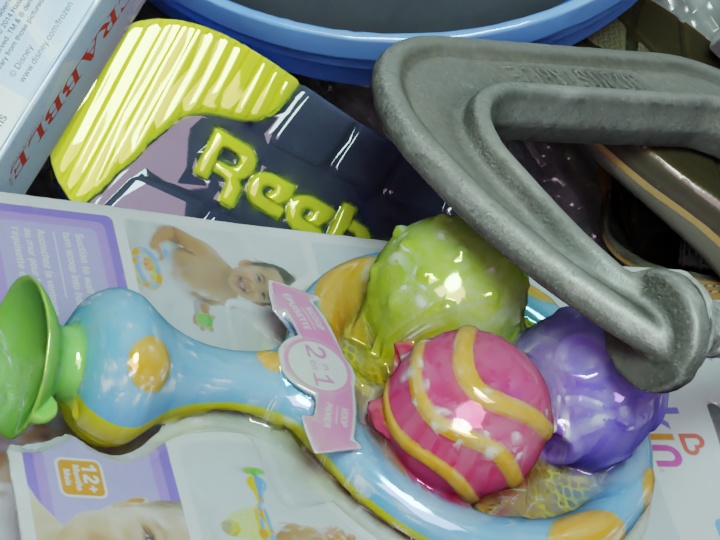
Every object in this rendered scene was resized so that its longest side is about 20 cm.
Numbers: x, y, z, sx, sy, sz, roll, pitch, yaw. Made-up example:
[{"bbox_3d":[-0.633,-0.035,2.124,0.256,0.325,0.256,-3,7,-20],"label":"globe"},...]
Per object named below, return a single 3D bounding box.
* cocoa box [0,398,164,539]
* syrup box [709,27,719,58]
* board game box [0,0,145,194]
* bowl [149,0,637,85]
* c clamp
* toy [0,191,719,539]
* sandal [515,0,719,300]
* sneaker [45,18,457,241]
[{"bbox_3d":[-0.059,0.094,0.698,0.199,0.131,0.134,10,42,-4],"label":"cocoa box"},{"bbox_3d":[0.194,-0.111,0.786,0.079,0.081,0.200,44,75,0],"label":"syrup box"},{"bbox_3d":[-0.126,-0.140,0.715,0.199,0.041,0.200,29,76,7],"label":"board game box"},{"bbox_3d":[0.007,-0.140,0.774,0.200,0.039,0.201,1,66,-2],"label":"bowl"},{"bbox_3d":[0.100,-0.004,0.695,0.200,0.027,0.171,4,40,-42],"label":"c clamp"},{"bbox_3d":[0.015,0.023,0.655,0.200,0.047,0.115,4,47,-23],"label":"toy"},{"bbox_3d":[0.107,0.000,0.788,0.200,0.082,0.055,44,120,-1],"label":"sandal"},{"bbox_3d":[0.000,0.000,0.771,0.200,0.082,0.074,36,79,-16],"label":"sneaker"}]
